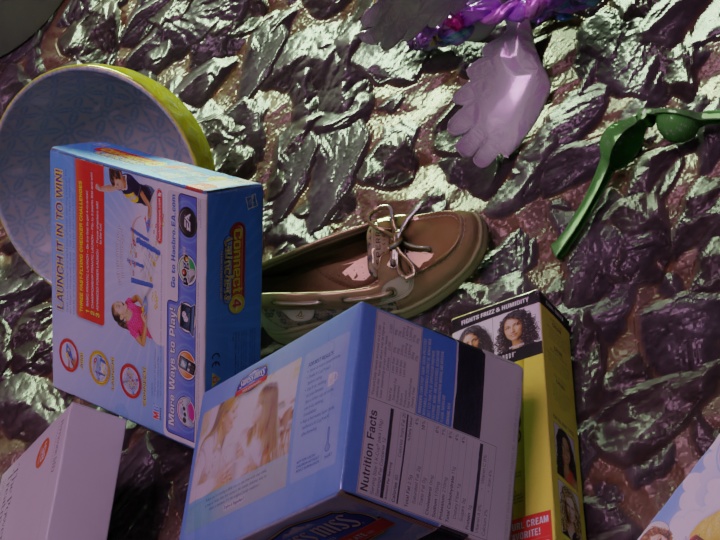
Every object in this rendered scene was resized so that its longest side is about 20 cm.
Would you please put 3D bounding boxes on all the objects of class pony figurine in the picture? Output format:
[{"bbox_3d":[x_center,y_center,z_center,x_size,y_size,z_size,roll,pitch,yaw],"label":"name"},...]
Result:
[{"bbox_3d":[0.090,-0.200,1.421,0.193,0.167,0.200,-44,27,-8],"label":"pony figurine"}]

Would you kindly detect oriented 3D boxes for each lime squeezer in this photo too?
[{"bbox_3d":[0.209,-0.085,1.305,0.200,0.038,0.071,-28,46,19],"label":"lime squeezer"}]

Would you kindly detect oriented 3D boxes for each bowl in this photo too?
[{"bbox_3d":[-0.195,-0.079,1.556,0.200,0.200,0.108,-20,6,27],"label":"bowl"}]

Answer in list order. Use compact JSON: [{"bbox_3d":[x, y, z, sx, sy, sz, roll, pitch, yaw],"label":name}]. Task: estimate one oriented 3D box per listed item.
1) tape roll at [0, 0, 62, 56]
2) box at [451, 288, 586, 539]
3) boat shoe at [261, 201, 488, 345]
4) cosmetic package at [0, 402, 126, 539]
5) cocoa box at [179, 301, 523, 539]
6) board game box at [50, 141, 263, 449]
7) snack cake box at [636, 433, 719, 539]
[{"bbox_3d":[-0.379,-0.309,1.917,0.200,0.066,0.201,-20,49,25],"label":"tape roll"},{"bbox_3d":[0.103,0.114,1.235,0.075,0.050,0.200,-20,50,26],"label":"box"},{"bbox_3d":[0.000,0.000,1.391,0.200,0.063,0.073,-24,47,23],"label":"boat shoe"},{"bbox_3d":[-0.237,0.219,1.386,0.151,0.052,0.200,-40,36,47],"label":"cosmetic package"},{"bbox_3d":[-0.010,0.127,1.207,0.200,0.131,0.134,-31,44,48],"label":"cocoa box"},{"bbox_3d":[-0.159,0.016,1.431,0.196,0.056,0.200,18,112,44],"label":"board game box"},{"bbox_3d":[0.259,0.133,1.085,0.200,0.067,0.115,-51,44,-4],"label":"snack cake box"}]
